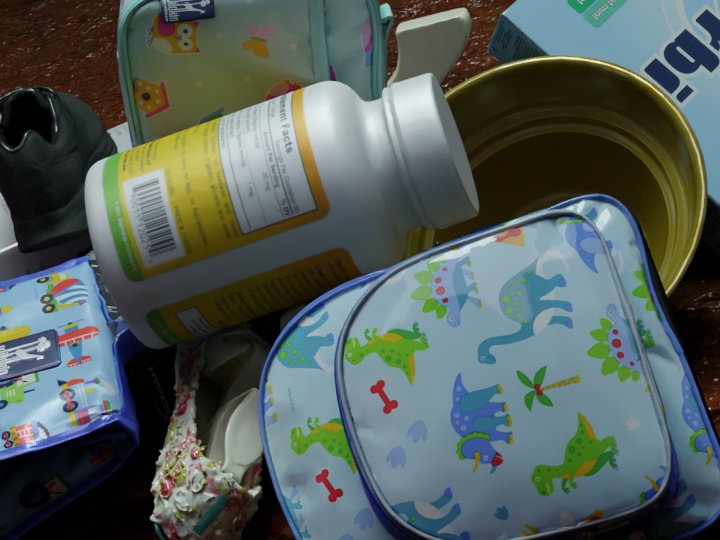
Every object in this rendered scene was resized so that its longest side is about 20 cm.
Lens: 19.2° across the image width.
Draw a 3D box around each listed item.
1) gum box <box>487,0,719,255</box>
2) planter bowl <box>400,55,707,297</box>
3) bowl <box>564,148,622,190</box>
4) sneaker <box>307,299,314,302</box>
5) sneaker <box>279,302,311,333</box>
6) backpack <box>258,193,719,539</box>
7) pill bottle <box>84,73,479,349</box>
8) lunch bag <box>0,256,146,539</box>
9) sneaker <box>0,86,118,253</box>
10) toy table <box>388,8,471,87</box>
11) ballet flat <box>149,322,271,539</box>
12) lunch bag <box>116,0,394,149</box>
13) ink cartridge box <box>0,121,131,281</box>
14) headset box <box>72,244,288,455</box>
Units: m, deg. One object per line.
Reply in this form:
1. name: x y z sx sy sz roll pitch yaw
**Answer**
1. gum box: 0.206 -0.128 1.280 0.170 0.200 0.045 -42 -12 -24
2. planter bowl: 0.108 -0.016 1.217 0.199 0.084 0.202 -9 61 18
3. bowl: 0.187 -0.109 1.345 0.199 0.094 0.202 3 63 -7
4. sneaker: 0.000 0.000 1.323 0.089 0.070 0.200 -14 27 4
5. sneaker: 0.012 0.074 1.125 0.075 0.100 0.200 -28 27 -24
6. backpack: 0.056 0.070 0.984 0.199 0.184 0.147 -20 -20 9
7. pill bottle: -0.041 -0.038 1.173 0.199 0.112 0.111 -18 24 9
8. lunch bag: -0.210 0.083 1.217 0.199 0.094 0.151 -26 39 2
9. sneaker: -0.212 -0.090 1.442 0.075 0.091 0.200 -21 25 0
10. toy table: 0.003 -0.106 1.490 0.183 0.118 0.200 -17 23 5
11. ballet flat: -0.070 0.079 1.190 0.064 0.075 0.201 -45 25 30
12. lunch bag: -0.056 -0.099 1.248 0.159 0.201 0.077 -6 30 1
13. ink cartridge box: -0.190 -0.030 1.511 0.199 0.085 0.146 -24 25 -12
14. headset box: -0.120 0.024 1.356 0.148 0.078 0.200 5 33 41
